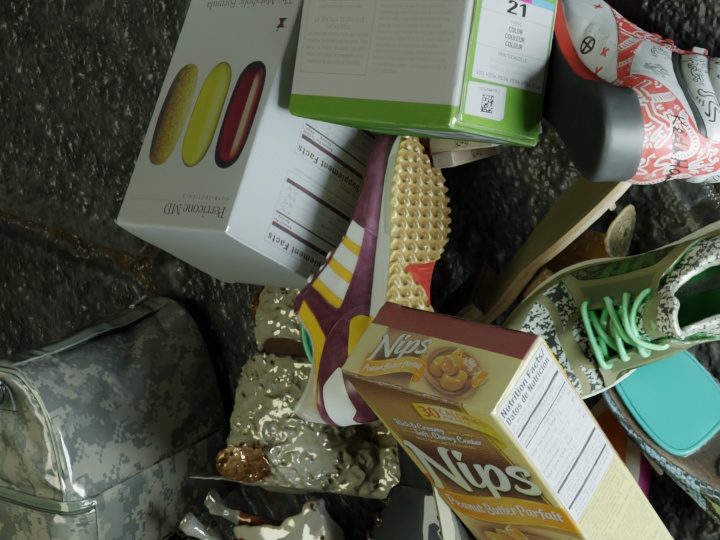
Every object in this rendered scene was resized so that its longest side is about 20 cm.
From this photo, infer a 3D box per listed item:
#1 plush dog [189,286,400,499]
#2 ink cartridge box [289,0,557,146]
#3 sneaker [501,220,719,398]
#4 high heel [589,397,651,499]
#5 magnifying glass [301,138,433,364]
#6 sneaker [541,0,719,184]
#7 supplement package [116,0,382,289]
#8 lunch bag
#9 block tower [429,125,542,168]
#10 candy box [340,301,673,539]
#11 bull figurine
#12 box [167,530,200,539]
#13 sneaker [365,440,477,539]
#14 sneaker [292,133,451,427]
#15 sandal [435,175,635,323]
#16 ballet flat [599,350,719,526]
[{"bbox_3d":[-0.035,0.069,1.045,0.199,0.159,0.174,-4,75,44],"label":"plush dog"},{"bbox_3d":[0.042,-0.181,0.857,0.147,0.075,0.203,11,94,48],"label":"ink cartridge box"},{"bbox_3d":[0.158,0.022,0.819,0.198,0.089,0.078,-26,88,13],"label":"sneaker"},{"bbox_3d":[0.167,0.178,0.948,0.067,0.095,0.203,6,84,45],"label":"high heel"},{"bbox_3d":[0.018,-0.019,0.976,0.079,0.022,0.202,18,83,4],"label":"magnifying glass"},{"bbox_3d":[0.160,-0.112,0.852,0.202,0.106,0.068,-106,21,-54],"label":"sneaker"},{"bbox_3d":[-0.059,-0.100,0.970,0.113,0.109,0.202,4,72,42],"label":"supplement package"},{"bbox_3d":[-0.204,0.124,1.169,0.138,0.199,0.170,10,111,38],"label":"lunch bag"},{"bbox_3d":[0.066,-0.170,0.932,0.057,0.054,0.203,-2,100,44],"label":"block tower"},{"bbox_3d":[0.087,0.107,0.837,0.115,0.056,0.200,11,148,45],"label":"candy box"},{"bbox_3d":[-0.075,0.224,1.122,0.121,0.065,0.201,30,143,11],"label":"bull figurine"},{"bbox_3d":[-0.180,0.280,1.295,0.200,0.036,0.145,40,126,27],"label":"box"},{"bbox_3d":[0.022,0.168,0.943,0.105,0.075,0.202,-20,63,19],"label":"sneaker"},{"bbox_3d":[0.000,0.000,0.918,0.089,0.075,0.202,-14,51,30],"label":"sneaker"},{"bbox_3d":[0.129,0.004,0.922,0.070,0.078,0.212,41,128,-9],"label":"sandal"},{"bbox_3d":[0.206,0.114,0.873,0.200,0.074,0.075,48,129,28],"label":"ballet flat"}]
